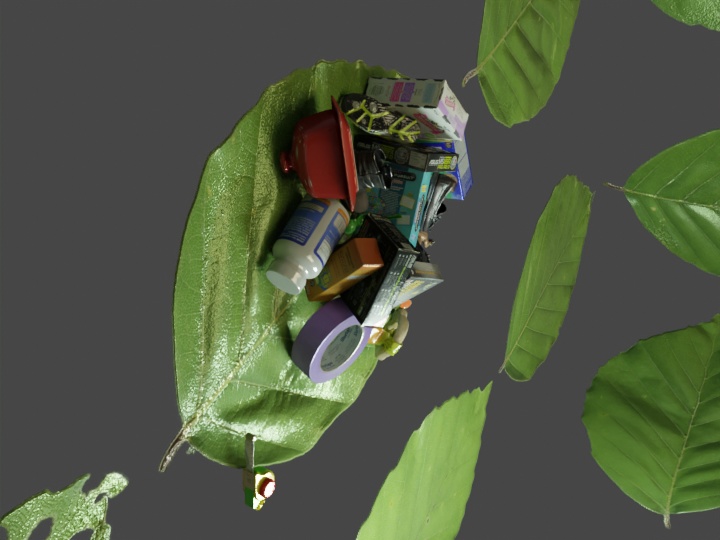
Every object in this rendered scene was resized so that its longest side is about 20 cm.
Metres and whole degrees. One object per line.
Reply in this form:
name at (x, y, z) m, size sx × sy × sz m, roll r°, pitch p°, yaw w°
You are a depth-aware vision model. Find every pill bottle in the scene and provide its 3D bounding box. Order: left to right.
pill bottle at (-0.113, -0.055, 1.460) m, size 0.201 × 0.111 × 0.112 m, roll -60°, pitch 146°, yaw -24°

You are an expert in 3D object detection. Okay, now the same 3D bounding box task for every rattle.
rattle at (0.058, 0.130, 1.905) m, size 0.131 × 0.142 × 0.201 m, roll 118°, pitch -7°, yaw -52°

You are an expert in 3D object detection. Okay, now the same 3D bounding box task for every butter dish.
butter dish at (-0.089, -0.227, 1.409) m, size 0.200 × 0.146 × 0.202 m, roll -104°, pitch -175°, yaw -64°

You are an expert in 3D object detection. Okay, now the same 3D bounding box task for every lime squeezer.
lime squeezer at (-0.005, -0.102, 1.657) m, size 0.198 × 0.071 × 0.038 m, roll -19°, pitch 129°, yaw -13°

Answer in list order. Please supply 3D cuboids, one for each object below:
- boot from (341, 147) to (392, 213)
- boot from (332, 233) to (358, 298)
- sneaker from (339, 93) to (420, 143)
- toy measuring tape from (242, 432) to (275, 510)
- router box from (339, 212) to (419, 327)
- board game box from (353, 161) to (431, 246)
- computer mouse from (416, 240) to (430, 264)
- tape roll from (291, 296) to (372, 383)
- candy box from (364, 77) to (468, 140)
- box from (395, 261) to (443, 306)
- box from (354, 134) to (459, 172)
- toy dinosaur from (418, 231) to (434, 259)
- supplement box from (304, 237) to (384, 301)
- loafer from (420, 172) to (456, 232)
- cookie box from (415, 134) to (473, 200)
boot at (0.014, -0.195, 1.594) m, size 0.070 × 0.131 × 0.201 m, roll -60°, pitch 146°, yaw -27°
boot at (0.000, 0.000, 1.657) m, size 0.199 × 0.073 × 0.157 m, roll -26°, pitch 131°, yaw -17°
sneaker at (0.036, -0.333, 1.592) m, size 0.199 × 0.076 × 0.076 m, roll 23°, pitch 82°, yaw -24°
toy measuring tape at (-0.220, 0.429, 1.528) m, size 0.073 × 0.073 × 0.202 m, roll -26°, pitch 124°, yaw -52°
router box at (0.031, 0.001, 1.526) m, size 0.062 × 0.150 × 0.201 m, roll 8°, pitch 119°, yaw -36°
board game box at (0.076, -0.154, 1.693) m, size 0.047 × 0.150 × 0.202 m, roll 7°, pitch 97°, yaw -63°
computer mouse at (0.126, -0.046, 1.813) m, size 0.139 × 0.052 × 0.201 m, roll -81°, pitch 150°, yaw -42°
tape roll at (-0.062, 0.159, 1.613) m, size 0.200 × 0.065 × 0.201 m, roll -37°, pitch 149°, yaw -27°
candy box at (0.129, -0.374, 1.641) m, size 0.168 × 0.198 × 0.072 m, roll 33°, pitch 71°, yaw -57°
box at (0.083, 0.043, 1.745) m, size 0.158 × 0.199 × 0.049 m, roll 6°, pitch 59°, yaw -54°
box at (0.107, -0.274, 1.648) m, size 0.160 × 0.199 × 0.045 m, roll -13°, pitch 119°, yaw -56°
toy dinosaur at (0.132, -0.080, 1.890) m, size 0.135 × 0.085 × 0.202 m, roll 16°, pitch 93°, yaw -60°
supplement box at (-0.041, 0.001, 1.501) m, size 0.068 × 0.200 × 0.067 m, roll -4°, pitch 68°, yaw -42°
loafer at (0.190, -0.160, 1.750) m, size 0.201 × 0.062 × 0.072 m, roll 96°, pitch 12°, yaw -53°
cookie box at (0.186, -0.287, 1.807) m, size 0.075 × 0.170 × 0.201 m, roll -57°, pitch 144°, yaw -34°
